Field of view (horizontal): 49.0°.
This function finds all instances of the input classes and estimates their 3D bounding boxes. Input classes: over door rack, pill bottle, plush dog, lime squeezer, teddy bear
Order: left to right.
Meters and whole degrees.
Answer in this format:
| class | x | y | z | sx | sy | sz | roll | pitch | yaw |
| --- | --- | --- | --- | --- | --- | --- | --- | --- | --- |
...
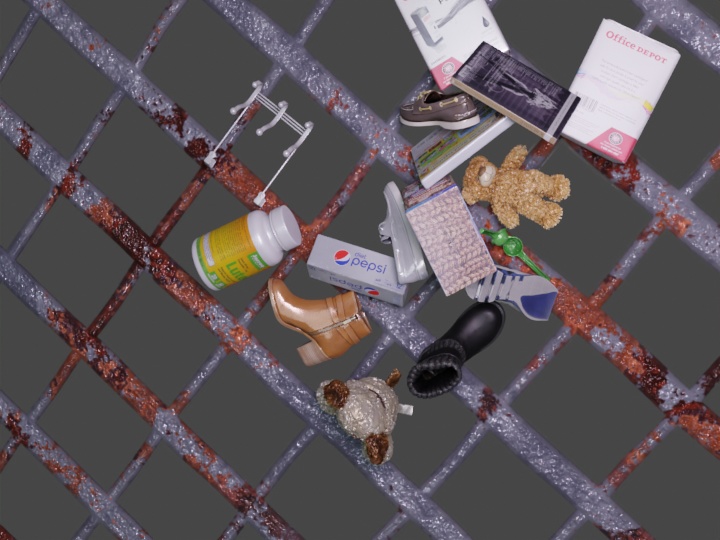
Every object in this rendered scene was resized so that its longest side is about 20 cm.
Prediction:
| class | x | y | z | sx | sy | sz | roll | pitch | yaw |
| --- | --- | --- | --- | --- | --- | --- | --- | --- | --- |
| pill bottle | -0.219 | -0.049 | 1.537 | 0.197 | 0.111 | 0.113 | -23 | 91 | 14 |
| over door rack | -0.202 | -0.244 | 1.536 | 0.147 | 0.067 | 0.201 | 38 | 102 | 7 |
| plush dog | 0.012 | 0.265 | 1.488 | 0.160 | 0.172 | 0.200 | -44 | 85 | 13 |
| lime squeezer | 0.268 | -0.042 | 1.440 | 0.198 | 0.072 | 0.038 | 32 | 128 | -33 |
| teddy bear | 0.283 | -0.149 | 1.439 | 0.198 | 0.067 | 0.146 | 36 | 100 | 6 |

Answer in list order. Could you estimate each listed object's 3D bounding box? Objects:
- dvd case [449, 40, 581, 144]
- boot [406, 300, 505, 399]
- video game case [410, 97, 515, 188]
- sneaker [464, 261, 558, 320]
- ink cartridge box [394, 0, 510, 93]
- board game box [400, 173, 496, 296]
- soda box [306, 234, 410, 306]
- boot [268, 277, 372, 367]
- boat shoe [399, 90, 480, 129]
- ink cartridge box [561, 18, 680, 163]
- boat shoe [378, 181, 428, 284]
| class | x | y | z | sx | sy | sz | roll | pitch | yaw |
| --- | --- | --- | --- | --- | --- | --- | --- | --- | --- |
| dvd case | 0.260 | -0.299 | 1.312 | 0.198 | 0.149 | 0.016 | 32 | 137 | 8 |
| boot | 0.180 | 0.145 | 1.446 | 0.211 | 0.158 | 0.080 | -45 | 86 | 13 |
| video game case | 0.180 | -0.240 | 1.398 | 0.199 | 0.183 | 0.023 | -36 | 112 | 14 |
| sneaker | 0.261 | 0.020 | 1.458 | 0.196 | 0.115 | 0.082 | 17 | 104 | -20 |
| ink cartridge box | 0.164 | -0.444 | 1.425 | 0.144 | 0.085 | 0.203 | -28 | 88 | 13 |
| board game box | 0.150 | -0.074 | 1.382 | 0.095 | 0.200 | 0.162 | -26 | 104 | 8 |
| soda box | 0.000 | 0.000 | 1.508 | 0.196 | 0.064 | 0.069 | 17 | 67 | 10 |
| boot | -0.079 | 0.074 | 1.542 | 0.153 | 0.074 | 0.202 | -28 | 102 | 15 |
| boat shoe | 0.134 | -0.291 | 1.406 | 0.071 | 0.199 | 0.061 | -26 | 114 | -25 |
| ink cartridge box | 0.440 | -0.308 | 1.378 | 0.146 | 0.086 | 0.203 | 28 | 100 | 9 |
| boat shoe | 0.069 | -0.069 | 1.469 | 0.067 | 0.072 | 0.204 | -19 | 74 | 4 |
